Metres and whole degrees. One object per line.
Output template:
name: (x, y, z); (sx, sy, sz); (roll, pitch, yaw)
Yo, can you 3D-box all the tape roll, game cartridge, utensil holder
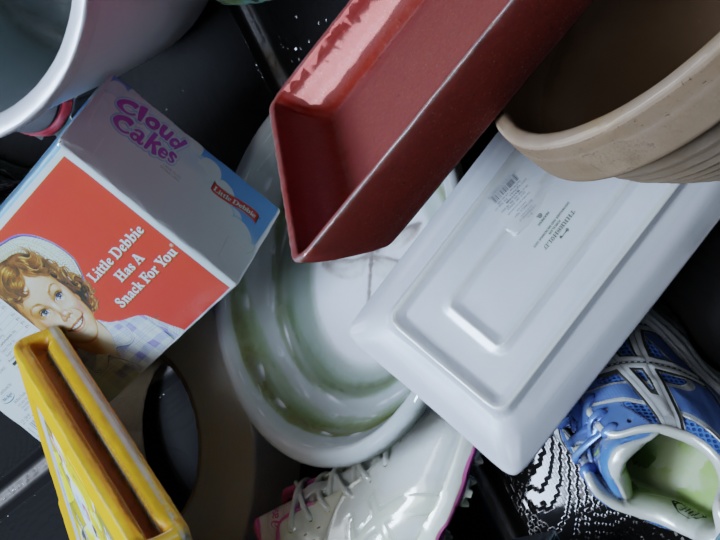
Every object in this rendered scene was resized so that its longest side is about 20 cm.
tape roll: (-0.112, 0.097, 0.985); (0.202, 0.037, 0.205); (3, 95, 47)
game cartridge: (-0.122, 0.155, 0.874); (0.176, 0.032, 0.201); (47, 151, 46)
utensil holder: (-0.177, -0.168, 0.863); (0.168, 0.200, 0.171); (5, 108, 14)

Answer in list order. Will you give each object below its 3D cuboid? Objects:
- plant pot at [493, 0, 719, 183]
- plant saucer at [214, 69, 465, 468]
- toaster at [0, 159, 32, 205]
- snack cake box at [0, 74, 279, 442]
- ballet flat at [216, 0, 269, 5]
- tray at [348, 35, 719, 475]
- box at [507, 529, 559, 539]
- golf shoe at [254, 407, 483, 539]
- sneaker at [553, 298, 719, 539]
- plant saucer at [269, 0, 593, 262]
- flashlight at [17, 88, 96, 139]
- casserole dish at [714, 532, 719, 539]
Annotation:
plant pot: (0.152, -0.104, 0.656); (0.092, 0.202, 0.200); (37, 134, -20)
plant saucer: (0.000, 0.000, 0.856); (0.199, 0.050, 0.202); (-10, 77, 50)
toaster: (-0.257, -0.004, 1.058); (0.199, 0.113, 0.130); (18, 116, 47)
snack cake box: (-0.150, 0.002, 0.898); (0.115, 0.067, 0.200); (40, 132, -12)
ballet flat: (-0.006, -0.185, 0.828); (0.074, 0.074, 0.200); (56, 131, 17)
tray: (0.088, -0.020, 0.742); (0.107, 0.022, 0.200); (39, 95, 22)
box: (0.050, 0.237, 0.824); (0.192, 0.048, 0.201); (-17, 108, 33)
golf shoe: (-0.002, 0.128, 0.862); (0.091, 0.075, 0.201); (25, 109, -6)
sneaker: (0.120, 0.059, 0.762); (0.199, 0.077, 0.076); (32, 121, 34)
plant saucer: (0.038, -0.107, 0.728); (0.037, 0.200, 0.200); (35, 106, -19)
flashlight: (-0.239, -0.100, 0.966); (0.068, 0.199, 0.068); (-35, 77, 40)
casserole dish: (0.191, 0.116, 0.690); (0.039, 0.120, 0.201); (55, 131, 41)
